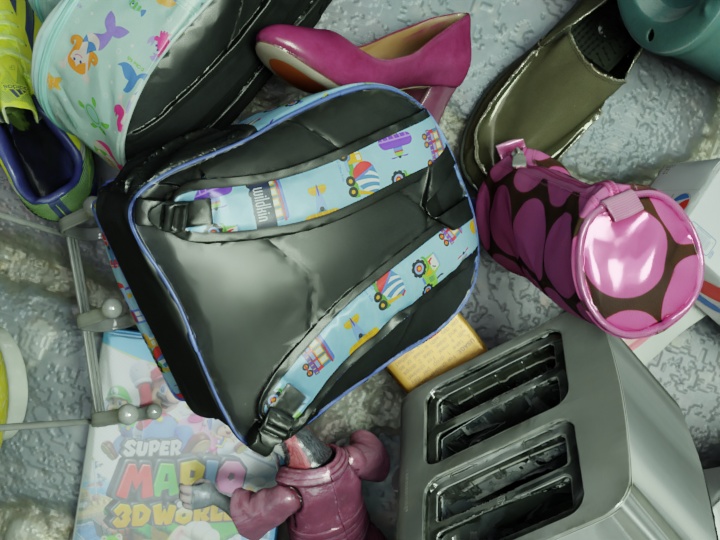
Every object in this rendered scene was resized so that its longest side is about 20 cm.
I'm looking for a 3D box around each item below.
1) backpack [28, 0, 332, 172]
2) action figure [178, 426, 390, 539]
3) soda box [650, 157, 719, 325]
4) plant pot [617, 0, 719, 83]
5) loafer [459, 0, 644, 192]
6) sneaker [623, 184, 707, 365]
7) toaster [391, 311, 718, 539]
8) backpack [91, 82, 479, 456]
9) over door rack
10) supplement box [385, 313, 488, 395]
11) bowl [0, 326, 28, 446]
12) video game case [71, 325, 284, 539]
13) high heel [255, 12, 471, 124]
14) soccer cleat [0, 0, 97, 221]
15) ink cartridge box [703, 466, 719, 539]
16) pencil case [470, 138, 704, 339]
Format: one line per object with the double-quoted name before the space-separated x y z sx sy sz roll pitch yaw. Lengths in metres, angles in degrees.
"backpack" -0.122 -0.160 0.721 0.151 0.178 0.200 31 85 7
"action figure" -0.024 0.174 0.732 0.134 0.149 0.200 -28 118 -20
"soda box" 0.269 0.012 0.735 0.200 0.068 0.064 39 80 -16
"plant pot" 0.273 -0.195 0.706 0.188 0.200 0.200 2 89 -21
"loafer" 0.142 -0.136 0.787 0.075 0.070 0.200 37 88 -2
"sneaker" 0.186 0.004 0.783 0.200 0.075 0.105 -33 96 -11
"toaster" 0.115 0.139 0.672 0.200 0.181 0.119 -29 120 23
"backpack" -0.037 -0.016 0.677 0.200 0.135 0.183 -31 108 -22
"over door rack" -0.191 0.029 0.689 0.067 0.200 0.148 -15 81 20
"supplement box" 0.000 0.000 0.781 0.069 0.067 0.200 -42 91 -3
"bowl" -0.285 0.080 0.733 0.108 0.200 0.200 -3 89 -45
"video game case" -0.125 0.148 0.796 0.143 0.018 0.200 8 88 -2
"high heel" 0.007 -0.153 0.734 0.067 0.200 0.096 21 94 30
"soccer cleat" -0.235 -0.128 0.762 0.065 0.084 0.200 -24 90 -3
"ink cartridge box" 0.214 0.245 0.745 0.145 0.084 0.200 -20 90 37
"pencil case" 0.130 -0.026 0.686 0.091 0.200 0.094 -11 104 -11
